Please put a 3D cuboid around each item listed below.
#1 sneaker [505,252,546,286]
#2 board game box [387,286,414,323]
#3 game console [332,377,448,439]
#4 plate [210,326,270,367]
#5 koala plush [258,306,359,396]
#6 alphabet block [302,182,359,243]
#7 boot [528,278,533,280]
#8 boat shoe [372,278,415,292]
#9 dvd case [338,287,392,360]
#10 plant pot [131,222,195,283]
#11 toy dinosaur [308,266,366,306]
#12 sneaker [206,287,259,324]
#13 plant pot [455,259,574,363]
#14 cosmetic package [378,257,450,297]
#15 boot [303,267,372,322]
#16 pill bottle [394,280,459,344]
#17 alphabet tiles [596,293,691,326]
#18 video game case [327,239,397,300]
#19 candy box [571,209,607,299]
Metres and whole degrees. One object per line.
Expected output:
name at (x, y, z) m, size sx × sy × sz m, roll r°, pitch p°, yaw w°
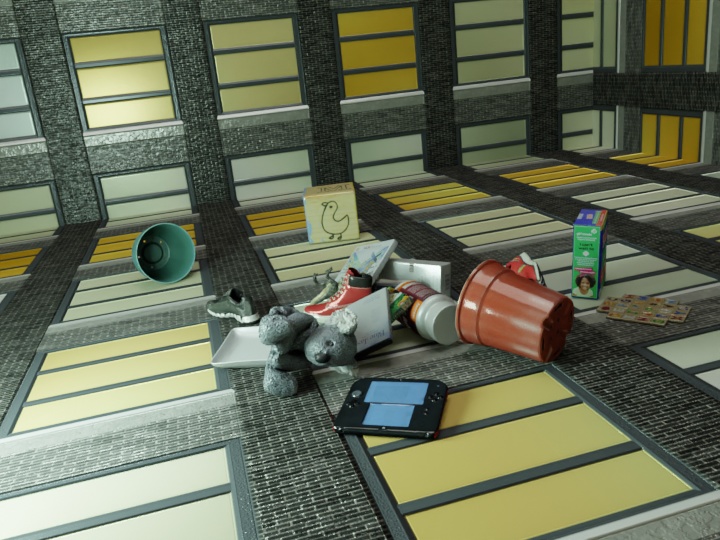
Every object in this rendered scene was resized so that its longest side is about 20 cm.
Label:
sneaker at (0.461, 0.017, 1.841) m, size 0.084 × 0.077 × 0.200 m, roll -26°, pitch 17°, yaw 4°
board game box at (0.028, 0.123, 1.555) m, size 0.200 × 0.024 × 0.105 m, roll -43°, pitch 30°, yaw -12°
game console at (0.063, 0.260, 1.256) m, size 0.198 × 0.031 × 0.177 m, roll -1°, pitch 18°, yaw 17°
plate at (-0.239, 0.186, 1.581) m, size 0.198 × 0.033 × 0.200 m, roll -4°, pitch 19°, yaw 6°
koala plush at (-0.097, 0.154, 1.397) m, size 0.198 × 0.179 × 0.184 m, roll -1°, pitch 19°, yaw 7°
alphabet block at (-0.113, -0.226, 2.550) m, size 0.198 × 0.197 × 0.197 m, roll -7°, pitch 20°, yaw -1°
boot at (0.355, 0.060, 1.744) m, size 0.199 × 0.070 × 0.131 m, roll -10°, pitch 10°, yaw -35°
boat shoe at (0.064, 0.075, 1.768) m, size 0.199 × 0.075 × 0.093 m, roll -7°, pitch 31°, yaw 33°
dvd case at (0.006, 0.129, 1.526) m, size 0.142 × 0.018 × 0.201 m, roll -26°, pitch 30°, yaw 16°
plant pot at (-0.688, -0.059, 2.239) m, size 0.199 × 0.202 × 0.160 m, roll -18°, pitch 11°, yaw -32°
toy dinosaur at (-0.084, 0.040, 1.770) m, size 0.199 × 0.088 × 0.048 m, roll -26°, pitch 19°, yaw 21°
sneaker at (-0.360, 0.088, 1.826) m, size 0.199 × 0.091 × 0.066 m, roll 9°, pitch 22°, yaw 39°
plant pot at (0.343, 0.099, 1.428) m, size 0.194 × 0.202 × 0.200 m, roll 22°, pitch 31°, yaw 40°
cosmetic package at (0.150, 0.023, 1.831) m, size 0.199 × 0.103 × 0.074 m, roll 4°, pitch 9°, yaw 31°
boot at (-0.060, 0.061, 1.724) m, size 0.198 × 0.146 × 0.072 m, roll -3°, pitch 20°, yaw 14°
pill bottle at (0.161, 0.101, 1.575) m, size 0.113 × 0.115 × 0.200 m, roll -14°, pitch 19°, yaw -23°
alphabet tiles at (0.690, 0.094, 1.598) m, size 0.199 × 0.006 × 0.166 m, roll 7°, pitch 23°, yaw 36°
video game case at (0.000, 0.000, 1.857) m, size 0.182 × 0.022 × 0.201 m, roll -9°, pitch 43°, yaw 53°
candy box at (0.610, -0.047, 1.741) m, size 0.076 × 0.202 × 0.169 m, roll 3°, pitch 20°, yaw 26°
